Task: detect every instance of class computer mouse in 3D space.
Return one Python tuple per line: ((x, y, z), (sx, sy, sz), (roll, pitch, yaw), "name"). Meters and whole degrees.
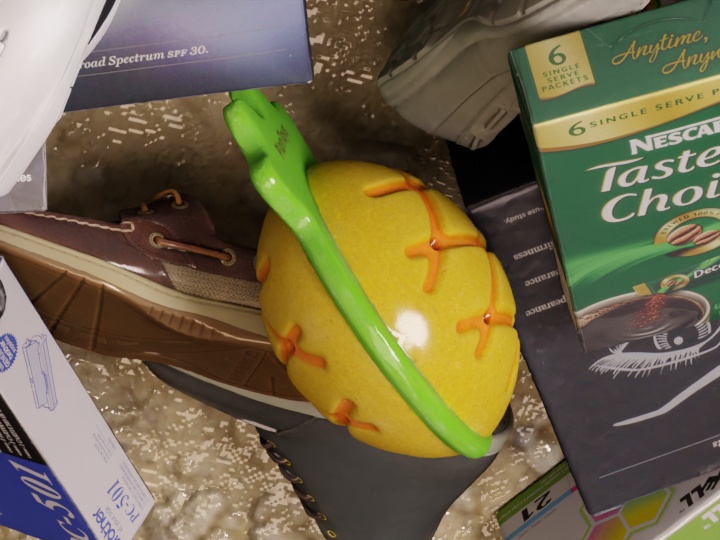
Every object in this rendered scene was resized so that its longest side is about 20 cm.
((-0.158, -0.070, 1.092), (0.109, 0.044, 0.201), (28, 85, -8), "computer mouse")

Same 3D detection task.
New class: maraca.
((0.000, 0.000, 1.223), (0.107, 0.137, 0.200), (-34, 104, 7), "maraca")

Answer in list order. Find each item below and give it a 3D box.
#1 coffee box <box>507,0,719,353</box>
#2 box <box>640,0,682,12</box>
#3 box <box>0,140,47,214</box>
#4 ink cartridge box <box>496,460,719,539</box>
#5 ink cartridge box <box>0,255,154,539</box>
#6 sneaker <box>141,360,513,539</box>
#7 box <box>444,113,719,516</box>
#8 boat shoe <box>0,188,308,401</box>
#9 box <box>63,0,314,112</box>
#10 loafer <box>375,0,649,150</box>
((0.136, -0.040, 1.173), (0.122, 0.044, 0.200), (-14, 148, 2), "coffee box")
((0.199, -0.138, 1.162), (0.117, 0.049, 0.200), (-13, 170, -32), "box")
((-0.214, -0.041, 1.206), (0.142, 0.200, 0.036), (-4, 93, -9), "box")
((0.160, 0.162, 1.378), (0.148, 0.200, 0.076), (-39, 118, 16), "ink cartridge box")
((-0.177, 0.060, 1.308), (0.094, 0.044, 0.200), (15, 149, 31), "ink cartridge box")
((-0.032, 0.085, 1.382), (0.199, 0.075, 0.107), (19, 124, -13), "sneaker")
((0.140, -0.003, 1.330), (0.147, 0.105, 0.201), (-20, 122, 5), "box")
((-0.092, 0.000, 1.290), (0.199, 0.072, 0.072), (17, 151, -13), "boat shoe")
((-0.131, -0.180, 1.178), (0.199, 0.123, 0.199), (-8, 121, -2), "box")
((0.079, -0.100, 1.188), (0.070, 0.200, 0.070), (37, 67, -14), "loafer")
